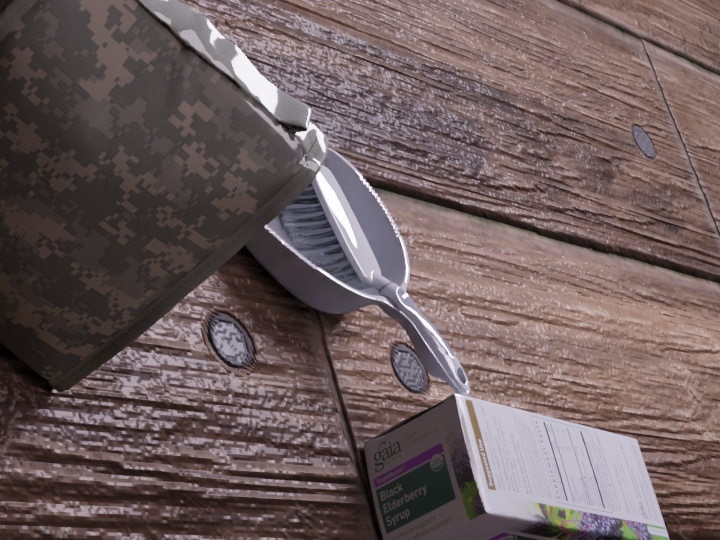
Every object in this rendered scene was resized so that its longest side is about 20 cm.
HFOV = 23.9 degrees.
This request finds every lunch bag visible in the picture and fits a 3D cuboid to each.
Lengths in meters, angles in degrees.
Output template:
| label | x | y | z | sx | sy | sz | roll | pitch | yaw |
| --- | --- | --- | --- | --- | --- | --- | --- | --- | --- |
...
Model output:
| label | x | y | z | sx | sy | sz | roll | pitch | yaw |
| --- | --- | --- | --- | --- | --- | --- | --- | --- | --- |
| lunch bag | -0.132 | -0.063 | 0.809 | 0.164 | 0.200 | 0.118 | 40 | 36 | -23 |

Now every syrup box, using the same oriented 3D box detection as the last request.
| label | x | y | z | sx | sy | sz | roll | pitch | yaw |
| --- | --- | --- | --- | --- | --- | --- | --- | --- | --- |
| syrup box | 0.100 | 0.141 | 1.060 | 0.200 | 0.079 | 0.082 | 17 | 50 | -46 |

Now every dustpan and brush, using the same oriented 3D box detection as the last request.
| label | x | y | z | sx | sy | sz | roll | pitch | yaw |
| --- | --- | --- | --- | --- | --- | --- | --- | --- | --- |
| dustpan and brush | 0.000 | 0.000 | 1.063 | 0.139 | 0.057 | 0.201 | -21 | 81 | -58 |
